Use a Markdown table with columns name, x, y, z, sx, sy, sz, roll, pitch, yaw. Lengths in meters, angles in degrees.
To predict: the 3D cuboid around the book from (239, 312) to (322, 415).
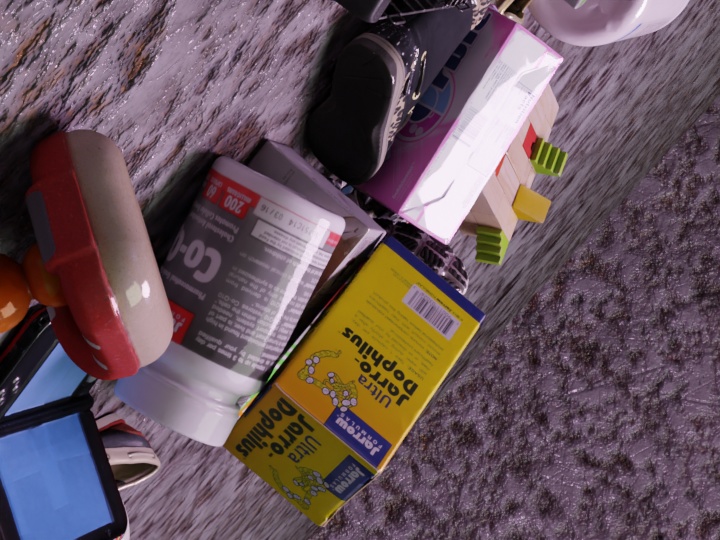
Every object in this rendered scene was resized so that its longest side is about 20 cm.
| name | x | y | z | sx | sy | sz | roll | pitch | yaw |
| --- | --- | --- | --- | --- | --- | --- | --- | --- | --- |
| book | -0.074 | 0.095 | 1.709 | 0.134 | 0.048 | 0.200 | -48 | 146 | 10 |

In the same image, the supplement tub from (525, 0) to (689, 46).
| name | x | y | z | sx | sy | sz | roll | pitch | yaw |
| --- | --- | --- | --- | --- | --- | --- | --- | --- | --- |
| supplement tub | 0.242 | -0.286 | 1.834 | 0.132 | 0.132 | 0.200 | -53 | 169 | 21 |

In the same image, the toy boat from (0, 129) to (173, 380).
| name | x | y | z | sx | sy | sz | roll | pitch | yaw |
| --- | --- | --- | --- | --- | --- | --- | --- | --- | --- |
| toy boat | -0.193 | 0.003 | 1.190 | 0.130 | 0.131 | 0.200 | -17 | 163 | -5 |

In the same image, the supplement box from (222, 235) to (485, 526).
| name | x | y | z | sx | sy | sz | roll | pitch | yaw |
| --- | --- | --- | --- | --- | --- | --- | --- | --- | --- |
| supplement box | -0.004 | 0.087 | 1.540 | 0.200 | 0.109 | 0.109 | -53 | -177 | -42 |

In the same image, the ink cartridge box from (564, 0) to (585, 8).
| name | x | y | z | sx | sy | sz | roll | pitch | yaw |
| --- | --- | --- | --- | --- | --- | --- | --- | --- | --- |
| ink cartridge box | 0.195 | -0.327 | 1.571 | 0.059 | 0.104 | 0.200 | -39 | 165 | -45 |

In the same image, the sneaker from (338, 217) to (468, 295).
| name | x | y | z | sx | sy | sz | roll | pitch | yaw |
| --- | --- | --- | --- | --- | --- | --- | --- | --- | --- |
| sneaker | 0.000 | 0.000 | 1.662 | 0.077 | 0.199 | 0.085 | -45 | 147 | -57 |

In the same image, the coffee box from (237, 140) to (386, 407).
| name | x | y | z | sx | sy | sz | roll | pitch | yaw |
| --- | --- | --- | --- | --- | --- | --- | --- | --- | --- |
| coffee box | -0.089 | 0.007 | 1.566 | 0.200 | 0.114 | 0.080 | -49 | 171 | 7 |

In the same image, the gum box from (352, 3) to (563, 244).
| name | x | y | z | sx | sy | sz | roll | pitch | yaw |
| --- | --- | --- | --- | --- | --- | --- | --- | --- | --- |
| gum box | 0.077 | -0.137 | 1.639 | 0.066 | 0.113 | 0.200 | 31 | 93 | -37 |

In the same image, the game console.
| name | x | y | z | sx | sy | sz | roll | pitch | yaw |
| --- | --- | --- | --- | --- | --- | --- | --- | --- | --- |
| game console | -0.210 | 0.119 | 1.452 | 0.173 | 0.119 | 0.200 | -51 | 170 | 14 |

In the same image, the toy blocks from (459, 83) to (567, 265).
| name | x | y | z | sx | sy | sz | roll | pitch | yaw |
| --- | --- | --- | --- | --- | --- | --- | --- | --- | --- |
| toy blocks | 0.121 | -0.128 | 1.746 | 0.201 | 0.100 | 0.137 | -68 | 152 | -22 |

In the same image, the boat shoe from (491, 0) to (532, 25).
| name | x | y | z | sx | sy | sz | roll | pitch | yaw |
| --- | --- | --- | --- | --- | --- | --- | --- | --- | --- |
| boat shoe | 0.146 | -0.255 | 1.732 | 0.201 | 0.063 | 0.073 | -52 | 169 | 16 |

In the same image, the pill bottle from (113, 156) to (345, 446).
| name | x | y | z | sx | sy | sz | roll | pitch | yaw |
| --- | --- | --- | --- | --- | --- | --- | --- | --- | --- |
| pill bottle | -0.104 | 0.025 | 1.461 | 0.201 | 0.114 | 0.114 | -63 | 169 | 2 |

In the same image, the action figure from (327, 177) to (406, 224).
| name | x | y | z | sx | sy | sz | roll | pitch | yaw |
| --- | --- | --- | --- | --- | --- | --- | --- | --- | --- |
| action figure | -0.013 | -0.029 | 1.739 | 0.200 | 0.119 | 0.102 | -43 | -176 | 4 |

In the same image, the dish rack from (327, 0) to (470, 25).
| name | x | y | z | sx | sy | sz | roll | pitch | yaw |
| --- | --- | --- | --- | --- | --- | --- | --- | --- | --- |
| dish rack | 0.067 | -0.255 | 1.409 | 0.154 | 0.055 | 0.200 | -54 | 164 | 28 |

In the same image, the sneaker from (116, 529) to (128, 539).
| name | x | y | z | sx | sy | sz | roll | pitch | yaw |
| --- | --- | --- | --- | --- | --- | --- | --- | --- | --- |
| sneaker | -0.296 | 0.286 | 1.807 | 0.200 | 0.077 | 0.085 | -55 | 166 | -26 |

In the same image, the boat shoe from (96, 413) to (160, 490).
| name | x | y | z | sx | sy | sz | roll | pitch | yaw |
| --- | --- | --- | --- | --- | --- | --- | --- | --- | --- |
| boat shoe | -0.250 | 0.184 | 1.671 | 0.071 | 0.063 | 0.200 | -52 | 168 | 27 |

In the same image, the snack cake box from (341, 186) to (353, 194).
| name | x | y | z | sx | sy | sz | roll | pitch | yaw |
| --- | --- | --- | --- | --- | --- | --- | --- | --- | --- |
| snack cake box | 0.040 | -0.088 | 1.876 | 0.115 | 0.067 | 0.200 | -40 | 166 | -44 |

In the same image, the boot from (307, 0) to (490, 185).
| name | x | y | z | sx | sy | sz | roll | pitch | yaw |
| --- | --- | --- | --- | --- | --- | --- | --- | --- | --- |
| boot | 0.035 | -0.167 | 1.579 | 0.154 | 0.073 | 0.204 | -47 | 171 | -27 |
